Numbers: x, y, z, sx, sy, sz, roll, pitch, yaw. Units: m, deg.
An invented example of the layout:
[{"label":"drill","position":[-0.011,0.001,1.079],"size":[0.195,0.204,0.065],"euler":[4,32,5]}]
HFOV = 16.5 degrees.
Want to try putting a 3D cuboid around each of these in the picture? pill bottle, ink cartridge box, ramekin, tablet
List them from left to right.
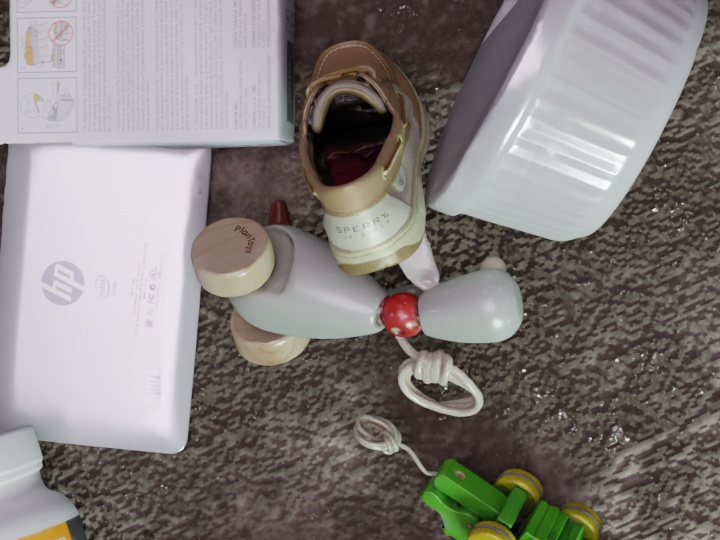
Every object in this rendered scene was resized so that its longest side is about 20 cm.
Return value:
[{"label":"pill bottle","position":[-0.215,0.203,1.512],"size":[0.116,0.116,0.200],"euler":[-17,91,7]},{"label":"tablet","position":[-0.164,0.010,1.550],"size":[0.130,0.014,0.200],"euler":[5,92,7]},{"label":"ink cartridge box","position":[-0.141,-0.156,1.521],"size":[0.200,0.057,0.163],"euler":[-1,88,12]},{"label":"ramekin","position":[0.122,-0.110,1.426],"size":[0.094,0.202,0.203],"euler":[25,95,-6]}]

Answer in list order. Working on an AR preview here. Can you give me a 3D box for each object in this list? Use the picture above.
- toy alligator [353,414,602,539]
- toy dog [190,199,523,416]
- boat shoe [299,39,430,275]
[{"label":"toy alligator","position":[0.077,0.154,1.509],"size":[0.200,0.059,0.054],"euler":[29,136,5]},{"label":"toy dog","position":[0.000,0.000,1.493],"size":[0.200,0.132,0.096],"euler":[15,55,2]},{"label":"boat shoe","position":[0.000,-0.083,1.440],"size":[0.074,0.200,0.066],"euler":[-19,127,6]}]
